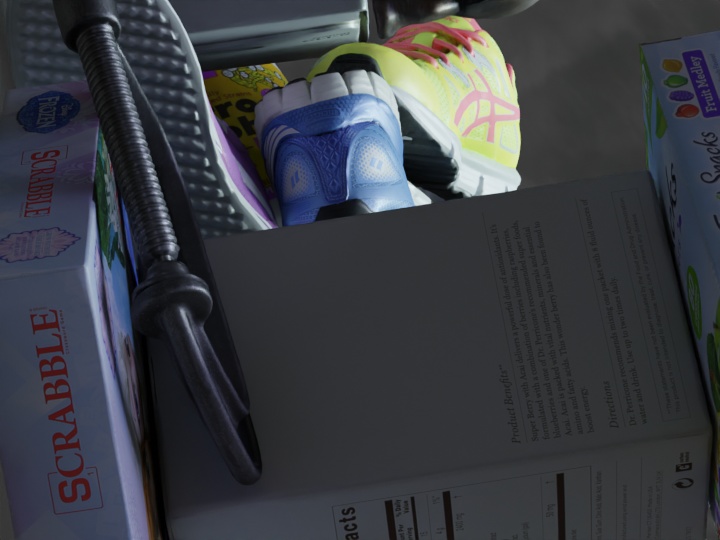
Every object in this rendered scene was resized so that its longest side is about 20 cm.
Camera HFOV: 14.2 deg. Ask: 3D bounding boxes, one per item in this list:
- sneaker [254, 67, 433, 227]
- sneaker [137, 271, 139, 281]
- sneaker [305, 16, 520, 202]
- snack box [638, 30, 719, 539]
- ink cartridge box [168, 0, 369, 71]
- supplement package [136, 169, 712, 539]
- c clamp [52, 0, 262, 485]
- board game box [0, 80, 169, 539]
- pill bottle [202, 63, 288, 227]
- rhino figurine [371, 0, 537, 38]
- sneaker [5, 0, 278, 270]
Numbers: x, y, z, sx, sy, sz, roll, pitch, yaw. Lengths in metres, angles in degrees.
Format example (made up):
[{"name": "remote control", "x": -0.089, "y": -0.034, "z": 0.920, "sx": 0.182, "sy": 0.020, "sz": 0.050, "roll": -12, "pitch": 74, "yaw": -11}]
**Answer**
[{"name": "sneaker", "x": 0.000, "y": 0.000, "z": 1.255, "sx": 0.200, "sy": 0.078, "sz": 0.090, "roll": 64, "pitch": 15, "yaw": -58}, {"name": "sneaker", "x": -0.070, "y": 0.056, "z": 1.222, "sx": 0.077, "sy": 0.083, "sz": 0.201, "roll": 53, "pitch": 18, "yaw": -45}, {"name": "sneaker", "x": 0.026, "y": -0.083, "z": 1.330, "sx": 0.200, "sy": 0.078, "sz": 0.091, "roll": 31, "pitch": 69, "yaw": -70}, {"name": "snack box", "x": 0.147, "y": 0.026, "z": 1.062, "sx": 0.201, "sy": 0.053, "sz": 0.143, "roll": -100, "pitch": -177, "yaw": -49}, {"name": "ink cartridge box", "x": -0.078, "y": -0.192, "z": 1.284, "sx": 0.145, "sy": 0.144, "sz": 0.202, "roll": 83, "pitch": 0, "yaw": -87}, {"name": "supplement package", "x": 0.024, "y": 0.057, "z": 1.095, "sx": 0.120, "sy": 0.198, "sz": 0.122, "roll": 83, "pitch": -2, "yaw": -56}, {"name": "c clamp", "x": -0.076, "y": -0.029, "z": 0.990, "sx": 0.171, "sy": 0.027, "sz": 0.201, "roll": 72, "pitch": -1, "yaw": -62}, {"name": "board game box", "x": -0.097, "y": 0.057, "z": 1.020, "sx": 0.200, "sy": 0.041, "sz": 0.201, "roll": -98, "pitch": 180, "yaw": -68}, {"name": "pill bottle", "x": -0.066, "y": -0.045, "z": 1.409, "sx": 0.200, "sy": 0.104, "sz": 0.105, "roll": -124, "pitch": -161, "yaw": -44}, {"name": "rhino figurine", "x": 0.042, "y": -0.166, "z": 1.260, "sx": 0.200, "sy": 0.087, "sz": 0.060, "roll": -95, "pitch": 178, "yaw": -59}, {"name": "sneaker", "x": -0.088, "y": -0.059, "z": 1.172, "sx": 0.114, "sy": 0.072, "sz": 0.201, "roll": -106, "pitch": 173, "yaw": -63}]
